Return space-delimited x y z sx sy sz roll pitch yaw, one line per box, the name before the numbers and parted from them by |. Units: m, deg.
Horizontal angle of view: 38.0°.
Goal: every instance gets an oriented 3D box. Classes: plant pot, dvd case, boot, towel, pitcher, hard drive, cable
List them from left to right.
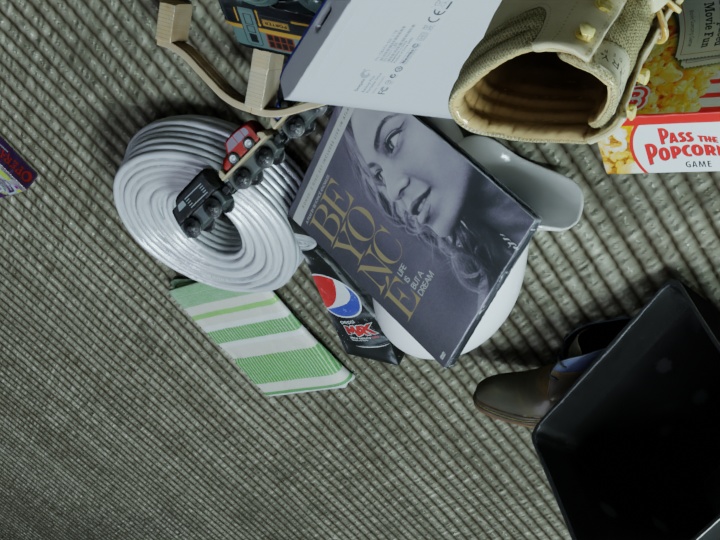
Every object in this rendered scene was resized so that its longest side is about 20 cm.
cable | -0.138 -0.061 0.996 0.199 0.069 0.200 34 146 -10
towel | -0.114 0.073 1.202 0.152 0.023 0.200 -11 129 42
dvd case | 0.033 -0.043 0.819 0.200 0.016 0.149 45 125 26
pitcher | 0.067 -0.031 0.872 0.171 0.121 0.200 42 137 12
hard drive | 0.064 -0.147 0.673 0.199 0.026 0.132 1 151 -30
boot | 0.191 0.088 0.978 0.199 0.075 0.097 -6 126 25
boot | 0.140 -0.135 0.474 0.199 0.156 0.073 -6 135 39
plant pot | 0.291 0.164 0.861 0.177 0.201 0.200 22 119 -27

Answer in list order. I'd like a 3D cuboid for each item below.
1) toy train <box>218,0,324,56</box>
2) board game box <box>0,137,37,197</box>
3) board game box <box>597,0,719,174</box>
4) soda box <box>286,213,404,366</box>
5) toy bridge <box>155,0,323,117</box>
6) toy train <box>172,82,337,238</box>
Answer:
toy train | -0.012 -0.194 0.732 0.199 0.086 0.114 14 157 14
board game box | -0.455 -0.155 1.130 0.120 0.032 0.200 -4 135 44
board game box | 0.246 -0.122 0.579 0.199 0.152 0.046 2 139 32
soda box | 0.000 0.000 0.981 0.063 0.071 0.201 10 142 28
toy bridge | -0.074 -0.157 0.823 0.199 0.027 0.068 20 111 18
toy train | -0.091 -0.101 0.877 0.200 0.034 0.046 -41 87 25
